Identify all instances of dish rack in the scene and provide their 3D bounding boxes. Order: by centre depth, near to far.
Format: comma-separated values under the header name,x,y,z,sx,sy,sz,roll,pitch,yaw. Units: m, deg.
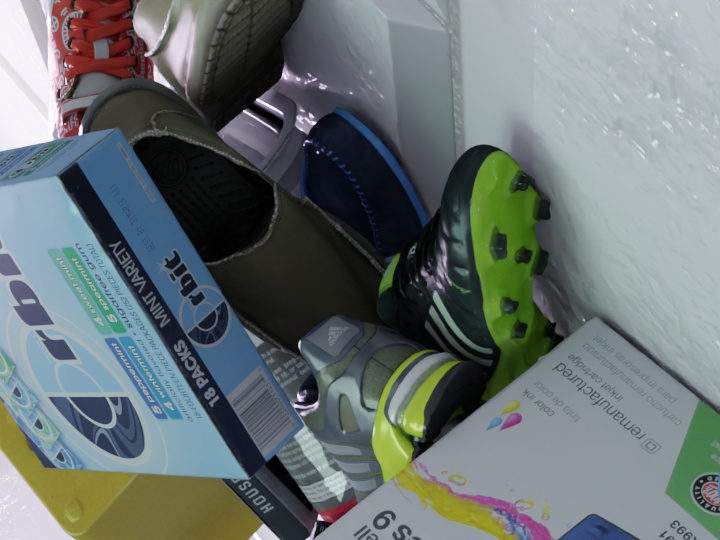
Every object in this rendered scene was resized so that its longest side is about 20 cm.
name,x,y,z,sx,sy,sz,roll,pitch,yaw
dish rack,-0.101,-0.030,1.186,0.044,0.172,0.200,39,177,-25

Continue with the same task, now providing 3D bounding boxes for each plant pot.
name,x,y,z,sx,sy,sz,roll,pitch,yaw
plant pot,-0.147,0.085,1.438,0.200,0.200,0.176,48,-164,18

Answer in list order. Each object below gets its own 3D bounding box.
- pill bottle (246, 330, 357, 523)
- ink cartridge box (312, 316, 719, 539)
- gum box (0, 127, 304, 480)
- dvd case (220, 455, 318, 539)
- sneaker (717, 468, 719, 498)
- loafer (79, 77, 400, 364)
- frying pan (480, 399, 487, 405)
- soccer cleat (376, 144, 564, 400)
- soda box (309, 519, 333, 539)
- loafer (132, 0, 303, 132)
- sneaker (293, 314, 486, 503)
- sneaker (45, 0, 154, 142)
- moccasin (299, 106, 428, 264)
name,x,y,z,sx,sy,sz,roll,pitch,yaw
pill bottle,-0.026,0.051,1.256,0.200,0.111,0.111,54,167,-8
ink cartridge box,0.081,0.138,0.911,0.145,0.200,0.088,42,164,40
gum box,-0.137,0.021,1.036,0.200,0.045,0.170,-6,121,53
dvd case,-0.070,0.058,1.326,0.150,0.025,0.200,48,-154,-22
sneaker,0.155,0.073,0.724,0.078,0.090,0.200,52,168,3
loafer,-0.053,-0.010,1.018,0.200,0.075,0.070,37,-173,-17
frying pan,0.040,0.080,1.165,0.114,0.031,0.190,11,153,9
soccer cleat,0.044,0.005,0.957,0.081,0.068,0.200,16,155,16
soda box,0.063,0.201,1.216,0.199,0.064,0.071,12,161,4
loafer,-0.078,-0.122,1.053,0.068,0.076,0.200,45,167,4
sneaker,0.012,0.074,1.021,0.081,0.074,0.200,35,158,15
sneaker,-0.134,-0.107,1.127,0.108,0.067,0.202,-119,32,-64
moccasin,0.000,0.000,1.119,0.080,0.068,0.200,44,162,37
